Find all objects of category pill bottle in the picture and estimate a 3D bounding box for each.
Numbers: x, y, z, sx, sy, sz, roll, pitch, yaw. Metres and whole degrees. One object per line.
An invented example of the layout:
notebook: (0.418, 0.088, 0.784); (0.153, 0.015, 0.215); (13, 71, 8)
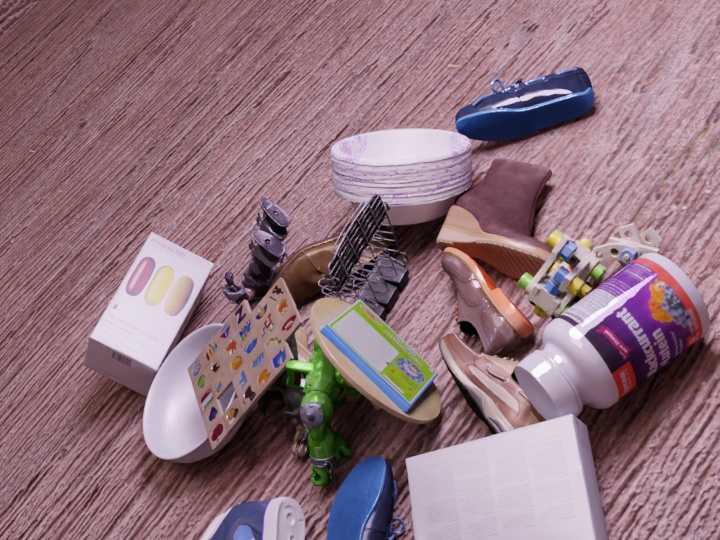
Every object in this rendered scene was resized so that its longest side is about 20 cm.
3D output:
pill bottle: (0.269, 0.079, 1.273); (0.199, 0.112, 0.111); (-35, 36, -11)

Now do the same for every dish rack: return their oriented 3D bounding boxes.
dish rack: (0.000, 0.000, 1.538); (0.054, 0.200, 0.154); (16, 60, 27)

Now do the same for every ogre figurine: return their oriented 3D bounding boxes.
ogre figurine: (-0.041, 0.154, 1.456); (0.098, 0.120, 0.201); (17, 57, 24)

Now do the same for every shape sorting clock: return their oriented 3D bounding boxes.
shape sorting clock: (0.017, 0.108, 1.410); (0.039, 0.199, 0.201); (-49, 32, 23)

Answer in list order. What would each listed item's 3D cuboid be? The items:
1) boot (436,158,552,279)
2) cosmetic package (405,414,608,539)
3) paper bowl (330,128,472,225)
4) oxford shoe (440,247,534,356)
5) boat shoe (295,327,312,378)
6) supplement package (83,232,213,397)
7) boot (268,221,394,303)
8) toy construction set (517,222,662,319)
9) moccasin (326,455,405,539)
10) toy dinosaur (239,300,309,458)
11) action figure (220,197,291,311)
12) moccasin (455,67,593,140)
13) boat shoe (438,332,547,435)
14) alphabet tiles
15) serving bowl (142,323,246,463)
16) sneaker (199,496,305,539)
boot: (0.208, -0.078, 1.545); (0.199, 0.073, 0.167); (17, 60, 44)
cosmetic package: (0.151, 0.252, 1.229); (0.199, 0.052, 0.152); (-19, 58, 24)
paper bowl: (0.059, -0.131, 1.657); (0.199, 0.105, 0.201); (-5, 19, 2)
oxford shoe: (0.140, 0.037, 1.485); (0.073, 0.071, 0.200); (-44, 35, 5)
boat shoe: (-0.100, 0.104, 1.614); (0.076, 0.072, 0.200); (-29, 42, -31)
supplement package: (-0.318, 0.065, 1.763); (0.201, 0.113, 0.110); (-66, 5, -32)
boot: (-0.041, 0.000, 1.678); (0.199, 0.074, 0.076); (-33, 47, 4)
toy construction set: (0.260, -0.005, 1.366); (0.092, 0.199, 0.132); (47, 130, 28)
moccasin: (0.001, 0.307, 1.319); (0.080, 0.068, 0.201); (-17, 40, 38)
toy dinosaur: (-0.105, 0.145, 1.530); (0.088, 0.047, 0.201); (-13, 85, 29)
action figure: (-0.145, -0.015, 1.713); (0.130, 0.069, 0.200); (-60, -2, -33)
moccasin: (0.235, -0.238, 1.683); (0.199, 0.081, 0.069); (-9, 58, 14)
boat shoe: (0.161, 0.139, 1.363); (0.074, 0.076, 0.200); (-33, 45, -3)
alphabet tiles: (-0.150, 0.110, 1.525); (0.200, 0.008, 0.167); (-49, 36, 16)
serving bowl: (-0.211, 0.176, 1.615); (0.199, 0.066, 0.201); (-27, 46, 32)
sneaker: (-0.143, 0.366, 1.374); (0.146, 0.081, 0.201); (-23, 42, 33)
